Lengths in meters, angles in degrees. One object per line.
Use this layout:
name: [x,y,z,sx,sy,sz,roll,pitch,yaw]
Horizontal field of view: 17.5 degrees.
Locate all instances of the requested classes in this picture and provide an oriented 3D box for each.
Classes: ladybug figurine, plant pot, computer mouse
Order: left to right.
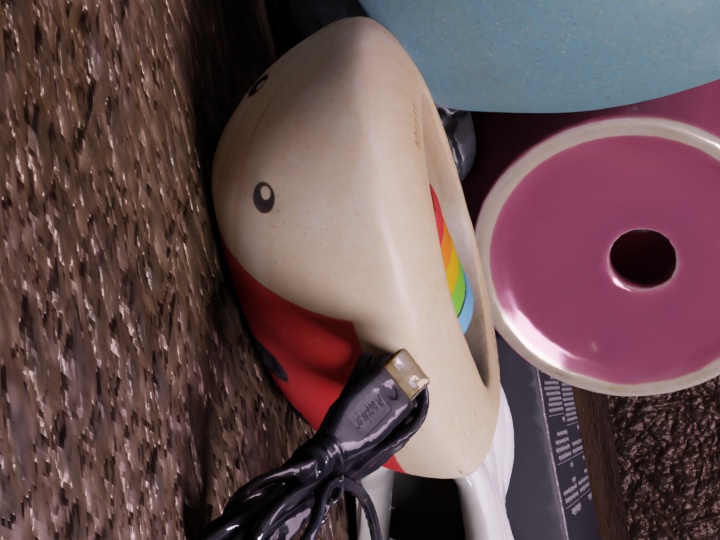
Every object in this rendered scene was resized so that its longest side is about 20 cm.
computer mouse: [-0.001,0.125,0.718,0.110,0.044,0.201,-53,140,-50]
ladybug figurine: [0.000,0.000,0.790,0.200,0.071,0.137,68,14,-53]
plant pot: [0.057,-0.134,0.828,0.201,0.134,0.200,54,7,-11]
plant pot: [0.115,-0.050,0.977,0.179,0.198,0.201,-76,155,-58]

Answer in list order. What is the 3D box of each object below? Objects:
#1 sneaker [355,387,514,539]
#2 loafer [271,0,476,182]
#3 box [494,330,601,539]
sneaker: [0.034,0.134,0.911,0.099,0.077,0.201,-55,127,-67]
loafer: [-0.012,-0.120,0.919,0.070,0.068,0.202,-8,-81,63]
box: [0.065,0.103,1.086,0.200,0.078,0.142,18,59,-81]
